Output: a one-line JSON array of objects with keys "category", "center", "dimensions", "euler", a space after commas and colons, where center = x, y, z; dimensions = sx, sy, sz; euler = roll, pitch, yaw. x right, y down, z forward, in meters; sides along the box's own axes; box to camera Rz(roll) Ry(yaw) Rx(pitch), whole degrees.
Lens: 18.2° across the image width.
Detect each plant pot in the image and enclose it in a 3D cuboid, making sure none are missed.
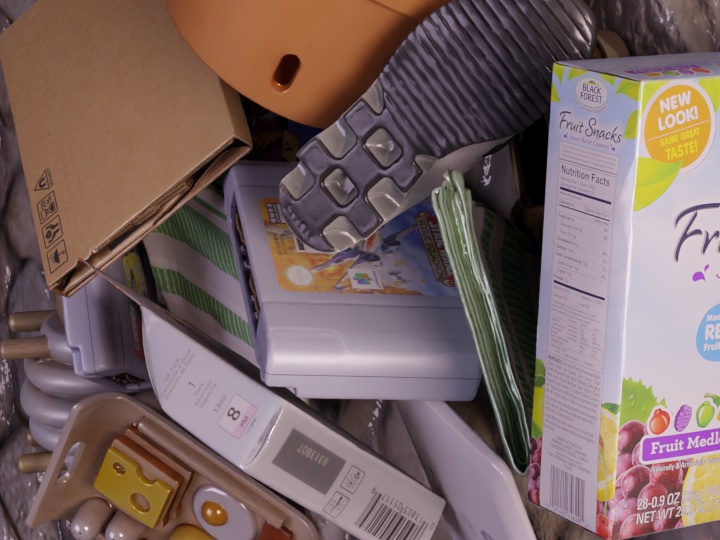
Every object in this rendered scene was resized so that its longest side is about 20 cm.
[{"category": "plant pot", "center": [-0.012, -0.170, 1.197], "dimensions": [0.140, 0.199, 0.200], "euler": [-54, 49, 29]}]

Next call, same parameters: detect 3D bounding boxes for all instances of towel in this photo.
[{"category": "towel", "center": [-0.091, 0.015, 1.413], "dimensions": [0.152, 0.023, 0.201], "euler": [31, 142, 44]}, {"category": "towel", "center": [0.081, 0.035, 1.150], "dimensions": [0.200, 0.023, 0.153], "euler": [32, -138, -75]}]

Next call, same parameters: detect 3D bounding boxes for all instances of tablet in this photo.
[{"category": "tablet", "center": [0.068, 0.138, 1.227], "dimensions": [0.130, 0.014, 0.200], "euler": [44, 163, 46]}]

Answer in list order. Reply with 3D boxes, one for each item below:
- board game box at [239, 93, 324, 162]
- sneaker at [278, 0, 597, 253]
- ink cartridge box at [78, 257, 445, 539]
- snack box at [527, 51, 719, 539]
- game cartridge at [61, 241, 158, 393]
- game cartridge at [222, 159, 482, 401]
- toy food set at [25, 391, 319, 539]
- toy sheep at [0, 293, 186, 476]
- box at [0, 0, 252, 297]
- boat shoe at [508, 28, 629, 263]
[{"category": "board game box", "center": [-0.061, -0.122, 1.389], "dimensions": [0.199, 0.041, 0.201], "euler": [19, 109, 54]}, {"category": "sneaker", "center": [0.047, -0.087, 1.139], "dimensions": [0.200, 0.088, 0.074], "euler": [-34, 88, 34]}, {"category": "ink cartridge box", "center": [-0.065, 0.079, 1.254], "dimensions": [0.200, 0.162, 0.057], "euler": [26, 84, 43]}, {"category": "snack box", "center": [0.162, 0.006, 0.996], "dimensions": [0.068, 0.168, 0.201], "euler": [19, 111, 55]}, {"category": "game cartridge", "center": [-0.162, 0.008, 1.461], "dimensions": [0.200, 0.041, 0.134], "euler": [59, -161, -83]}, {"category": "game cartridge", "center": [0.000, 0.000, 1.225], "dimensions": [0.200, 0.132, 0.042], "euler": [-107, 19, -55]}, {"category": "toy food set", "center": [-0.132, 0.187, 1.539], "dimensions": [0.200, 0.060, 0.144], "euler": [34, 133, 8]}, {"category": "toy sheep", "center": [-0.185, 0.089, 1.617], "dimensions": [0.138, 0.137, 0.201], "euler": [29, 131, 53]}, {"category": "box", "center": [-0.145, -0.108, 1.340], "dimensions": [0.163, 0.021, 0.201], "euler": [-37, 51, 27]}, {"category": "boat shoe", "center": [0.109, -0.026, 1.172], "dimensions": [0.072, 0.068, 0.201], "euler": [-20, 78, 57]}]
